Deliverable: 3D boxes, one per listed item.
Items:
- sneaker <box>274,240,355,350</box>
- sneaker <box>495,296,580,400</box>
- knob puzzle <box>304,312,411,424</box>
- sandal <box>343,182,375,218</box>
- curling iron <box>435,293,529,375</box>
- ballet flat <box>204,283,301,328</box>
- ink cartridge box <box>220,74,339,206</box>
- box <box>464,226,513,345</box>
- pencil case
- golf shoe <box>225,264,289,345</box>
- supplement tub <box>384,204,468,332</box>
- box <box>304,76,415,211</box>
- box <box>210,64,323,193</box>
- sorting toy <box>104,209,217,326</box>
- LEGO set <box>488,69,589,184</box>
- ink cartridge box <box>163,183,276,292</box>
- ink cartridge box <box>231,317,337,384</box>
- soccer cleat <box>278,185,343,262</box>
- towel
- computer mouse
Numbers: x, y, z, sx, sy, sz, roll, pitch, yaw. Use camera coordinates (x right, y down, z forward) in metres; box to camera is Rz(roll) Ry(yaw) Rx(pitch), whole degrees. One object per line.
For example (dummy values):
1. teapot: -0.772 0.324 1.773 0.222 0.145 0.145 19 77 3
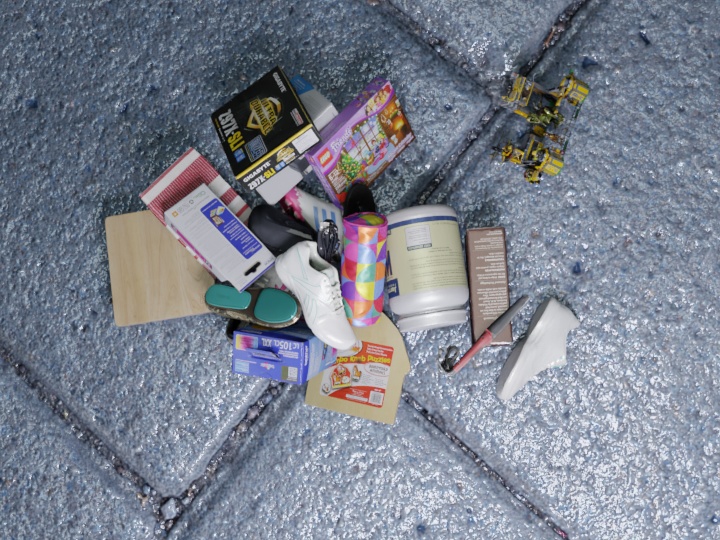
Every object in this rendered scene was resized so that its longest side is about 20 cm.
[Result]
1. sneaker: -0.064 0.042 1.395 0.080 0.070 0.202 -36 87 29
2. sneaker: 0.317 0.152 1.457 0.088 0.075 0.202 33 86 -3
3. knob puzzle: 0.001 0.160 1.500 0.214 0.030 0.225 -4 76 17
4. sandal: 0.010 -0.055 1.490 0.045 0.074 0.205 10 107 47
5. curling iron: 0.206 0.105 1.391 0.199 0.026 0.050 -38 85 -1
6. ballet flat: -0.174 0.064 1.415 0.196 0.075 0.069 8 67 26
7. ink cartridge box: -0.138 -0.238 1.505 0.199 0.084 0.145 -42 47 -2
8. box: 0.225 0.032 1.462 0.073 0.100 0.205 -2 84 5
9. pencil case: 0.000 0.000 1.436 0.086 0.089 0.204 9 113 7
10. golf shoe: -0.180 0.048 1.507 0.071 0.092 0.203 24 84 11
11. supplement tub: 0.113 -0.002 1.455 0.141 0.145 0.205 -9 82 5
12. box: 0.001 -0.225 1.481 0.200 0.138 0.039 -46 43 -13
13. box: -0.168 -0.249 1.442 0.158 0.049 0.202 -35 47 8
14. sorting toy: -0.362 -0.010 1.544 0.194 0.070 0.205 -9 83 5
15. LEGO set: 0.301 -0.267 1.461 0.114 0.154 0.204 19 97 -19
16. ink cartridge box: -0.243 -0.053 1.442 0.200 0.037 0.094 44 63 12
17. ink cartridge box: -0.132 0.136 1.420 0.133 0.200 0.078 7 101 19
18. soccer cleat: -0.079 -0.104 1.535 0.086 0.070 0.200 -39 80 -20
19. towel: -0.284 -0.104 1.498 0.200 0.023 0.144 47 63 -11
20. computer mouse: -0.130 -0.051 1.456 0.197 0.053 0.141 25 128 26
